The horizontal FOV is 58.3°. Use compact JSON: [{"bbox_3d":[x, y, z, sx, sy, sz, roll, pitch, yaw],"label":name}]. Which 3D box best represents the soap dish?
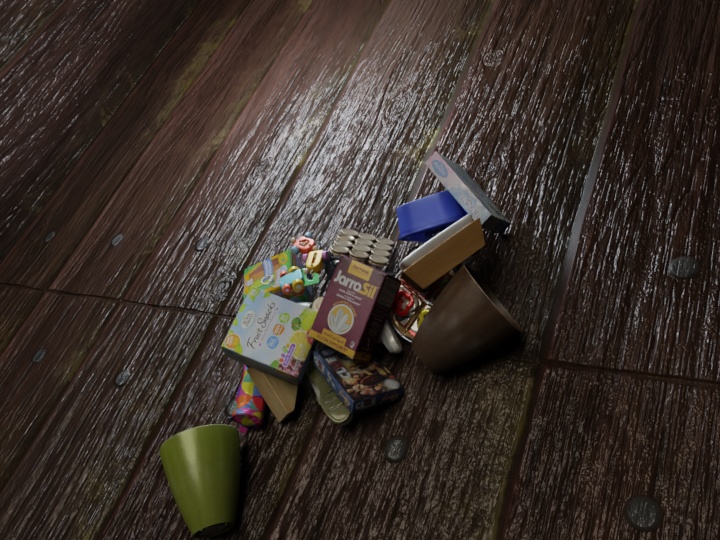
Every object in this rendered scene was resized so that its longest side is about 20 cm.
[{"bbox_3d":[0.180,-0.033,1.419,0.198,0.157,0.082,-35,85,-2],"label":"soap dish"}]

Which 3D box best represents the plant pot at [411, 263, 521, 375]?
[{"bbox_3d":[0.210,0.124,1.383,0.200,0.186,0.188,-43,41,12],"label":"plant pot"}]

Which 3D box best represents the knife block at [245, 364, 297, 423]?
[{"bbox_3d":[-0.235,0.245,1.560,0.064,0.172,0.203,-51,25,47],"label":"knife block"}]

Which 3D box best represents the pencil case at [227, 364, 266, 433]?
[{"bbox_3d":[-0.267,0.294,1.607,0.087,0.089,0.203,-12,48,24],"label":"pencil case"}]

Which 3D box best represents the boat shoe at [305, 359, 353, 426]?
[{"bbox_3d":[-0.065,0.286,1.489,0.074,0.069,0.201,-26,41,-8],"label":"boat shoe"}]

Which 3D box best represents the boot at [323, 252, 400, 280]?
[{"bbox_3d":[-0.001,0.000,1.620,0.162,0.066,0.201,-27,40,0],"label":"boot"}]

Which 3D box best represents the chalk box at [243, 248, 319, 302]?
[{"bbox_3d":[-0.205,0.040,1.751,0.197,0.124,0.126,-23,45,15],"label":"chalk box"}]

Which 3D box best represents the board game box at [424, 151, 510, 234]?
[{"bbox_3d":[0.257,-0.180,1.525,0.043,0.198,0.201,-43,71,17],"label":"board game box"}]

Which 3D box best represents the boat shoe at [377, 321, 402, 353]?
[{"bbox_3d":[0.036,0.141,1.543,0.068,0.072,0.201,-37,43,2],"label":"boat shoe"}]

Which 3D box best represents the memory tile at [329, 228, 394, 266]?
[{"bbox_3d":[0.006,-0.059,1.637,0.150,0.017,0.200,14,21,4],"label":"memory tile"}]

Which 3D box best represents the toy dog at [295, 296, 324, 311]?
[{"bbox_3d":[-0.156,0.127,1.641,0.196,0.132,0.098,-8,53,29],"label":"toy dog"}]

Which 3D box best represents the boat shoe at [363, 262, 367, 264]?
[{"bbox_3d":[-0.025,-0.028,1.729,0.071,0.076,0.202,-32,41,8],"label":"boat shoe"}]

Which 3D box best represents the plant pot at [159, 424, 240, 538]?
[{"bbox_3d":[-0.344,0.482,1.449,0.184,0.187,0.203,-27,58,10],"label":"plant pot"}]

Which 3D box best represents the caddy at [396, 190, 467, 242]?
[{"bbox_3d":[0.184,-0.126,1.623,0.196,0.141,0.108,-16,84,22],"label":"caddy"}]

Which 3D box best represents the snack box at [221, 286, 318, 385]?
[{"bbox_3d":[-0.203,0.153,1.524,0.196,0.068,0.171,19,62,9],"label":"snack box"}]

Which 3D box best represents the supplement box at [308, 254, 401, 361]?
[{"bbox_3d":[-0.012,0.087,1.467,0.129,0.103,0.204,21,89,26],"label":"supplement box"}]

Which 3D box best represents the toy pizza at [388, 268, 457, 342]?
[{"bbox_3d":[0.152,0.071,1.492,0.195,0.032,0.205,-4,77,19],"label":"toy pizza"}]

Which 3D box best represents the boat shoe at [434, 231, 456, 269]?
[{"bbox_3d":[0.182,0.000,1.550,0.073,0.093,0.203,2,55,34],"label":"boat shoe"}]

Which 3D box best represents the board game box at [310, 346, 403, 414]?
[{"bbox_3d":[-0.011,0.235,1.466,0.133,0.035,0.200,-10,33,-30],"label":"board game box"}]

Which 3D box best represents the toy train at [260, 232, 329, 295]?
[{"bbox_3d":[-0.158,-0.008,1.666,0.148,0.056,0.201,13,52,38],"label":"toy train"}]
